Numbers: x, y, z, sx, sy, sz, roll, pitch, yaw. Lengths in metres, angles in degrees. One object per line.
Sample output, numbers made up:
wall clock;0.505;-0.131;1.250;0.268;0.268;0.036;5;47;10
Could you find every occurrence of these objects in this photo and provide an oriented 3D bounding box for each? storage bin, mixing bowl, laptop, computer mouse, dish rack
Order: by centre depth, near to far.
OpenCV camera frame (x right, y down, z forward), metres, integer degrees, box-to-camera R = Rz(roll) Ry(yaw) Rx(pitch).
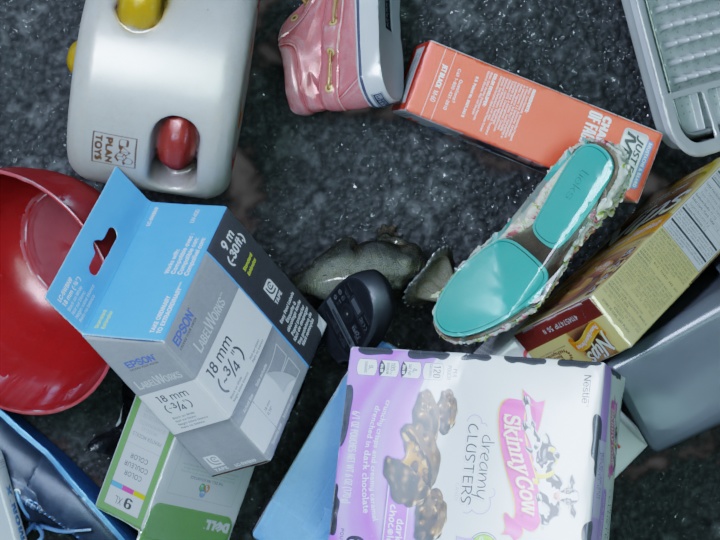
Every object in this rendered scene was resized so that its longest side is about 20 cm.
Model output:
laptop;0.051;0.182;1.601;0.116;0.200;0.188;31;89;-38
mixing bowl;-0.246;0.001;1.631;0.199;0.108;0.201;10;114;24
computer mouse;-0.024;0.063;1.654;0.034;0.200;0.059;-10;65;-38
storage bin;0.271;0.074;1.668;0.134;0.200;0.146;-29;95;7
dish rack;0.274;-0.197;1.696;0.171;0.043;0.201;-18;94;-38

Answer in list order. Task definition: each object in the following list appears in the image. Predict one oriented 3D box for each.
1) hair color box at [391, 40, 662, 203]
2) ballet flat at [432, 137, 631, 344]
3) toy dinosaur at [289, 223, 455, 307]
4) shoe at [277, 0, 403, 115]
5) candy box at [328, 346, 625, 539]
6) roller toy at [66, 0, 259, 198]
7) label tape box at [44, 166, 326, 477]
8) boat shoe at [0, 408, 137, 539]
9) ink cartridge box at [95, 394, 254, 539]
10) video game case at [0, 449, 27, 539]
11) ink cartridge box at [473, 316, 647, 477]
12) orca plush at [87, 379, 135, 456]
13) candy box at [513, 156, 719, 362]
hair color box;0.131;-0.118;1.680;0.199;0.111;0.064;20;91;-5
ballet flat;0.139;-0.016;1.613;0.200;0.064;0.076;-46;67;10
toy dinosaur;0.000;0.000;1.676;0.199;0.102;0.077;4;91;-6
shoe;-0.018;-0.221;1.681;0.091;0.071;0.201;-8;73;22
candy box;0.086;0.148;1.552;0.199;0.072;0.169;2;78;21
roller toy;-0.156;-0.153;1.611;0.139;0.200;0.183;9;95;-3
label tape box;-0.123;0.031;1.548;0.063;0.145;0.200;-17;126;36
boat shoe;-0.263;0.172;1.677;0.200;0.084;0.069;42;89;11
ink cartridge box;-0.141;0.159;1.652;0.059;0.104;0.201;18;88;39
video game case;-0.349;0.249;1.657;0.199;0.022;0.183;-14;94;16
ink cartridge box;0.113;0.154;1.702;0.200;0.085;0.146;-45;95;-4
orca plush;-0.174;0.053;1.676;0.105;0.071;0.201;24;90;-6
candy box;0.222;-0.003;1.651;0.055;0.115;0.200;50;58;-6
